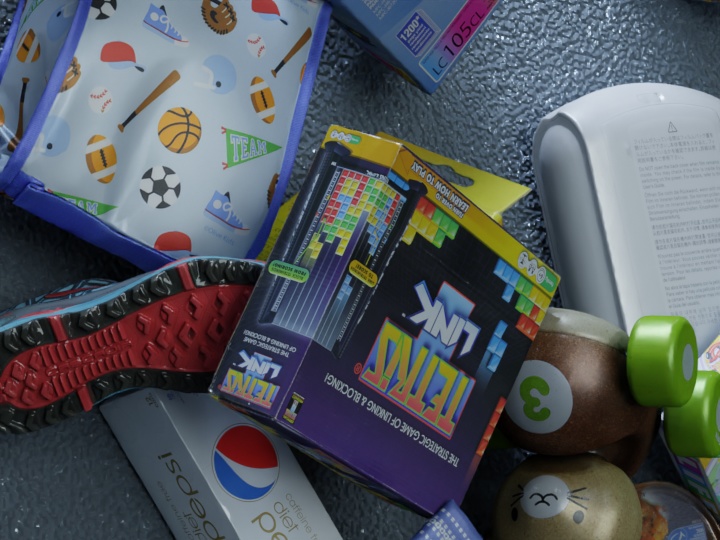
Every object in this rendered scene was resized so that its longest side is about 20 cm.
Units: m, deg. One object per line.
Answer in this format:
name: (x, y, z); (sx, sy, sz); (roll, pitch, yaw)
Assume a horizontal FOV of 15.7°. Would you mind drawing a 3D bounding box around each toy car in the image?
toy car: (0.120, 0.137, 1.585); (0.158, 0.163, 0.201); (49, 47, -56)

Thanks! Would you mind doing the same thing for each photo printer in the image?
photo printer: (0.201, -0.027, 1.769); (0.166, 0.069, 0.201); (-7, 82, -37)

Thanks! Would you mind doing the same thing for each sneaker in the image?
sneaker: (-0.131, 0.025, 1.482); (0.199, 0.096, 0.080); (-12, 112, -5)

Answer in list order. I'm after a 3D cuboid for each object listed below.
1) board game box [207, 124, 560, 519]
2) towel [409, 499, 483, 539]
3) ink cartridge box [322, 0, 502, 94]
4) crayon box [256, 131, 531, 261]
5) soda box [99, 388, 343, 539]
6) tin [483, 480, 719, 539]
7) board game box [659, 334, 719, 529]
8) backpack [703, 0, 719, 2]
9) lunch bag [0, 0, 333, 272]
board game box: (0.019, 0.035, 1.476); (0.200, 0.057, 0.166); (35, 75, -52)
towel: (0.024, 0.249, 1.487); (0.200, 0.024, 0.145); (-43, 108, -26)
ink cartridge box: (0.017, -0.218, 1.614); (0.137, 0.076, 0.200); (-54, 142, -3)
crayon box: (0.000, 0.000, 1.590); (0.200, 0.127, 0.051); (-40, 139, -34)
soda box: (-0.068, 0.144, 1.540); (0.064, 0.068, 0.201); (-33, 97, -36)
tin: (0.155, 0.203, 1.696); (0.199, 0.042, 0.113); (-8, 78, -35)
board game box: (0.286, 0.072, 1.754); (0.200, 0.034, 0.135); (-47, 135, -17)
backpack: (0.247, -0.294, 1.824); (0.200, 0.153, 0.177); (33, 58, -34)
lunch bag: (-0.126, -0.096, 1.535); (0.170, 0.124, 0.201); (27, 55, -26)
